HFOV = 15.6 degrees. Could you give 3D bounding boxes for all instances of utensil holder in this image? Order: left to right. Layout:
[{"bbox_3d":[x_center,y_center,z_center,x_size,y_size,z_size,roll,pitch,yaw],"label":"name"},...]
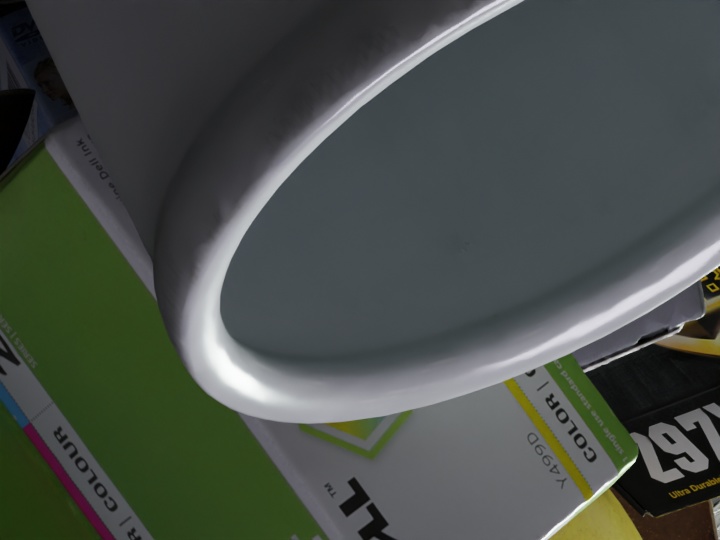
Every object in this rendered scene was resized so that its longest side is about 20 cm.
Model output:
[{"bbox_3d":[0.000,-0.096,0.566,0.170,0.200,0.170,-23,156,-11],"label":"utensil holder"}]

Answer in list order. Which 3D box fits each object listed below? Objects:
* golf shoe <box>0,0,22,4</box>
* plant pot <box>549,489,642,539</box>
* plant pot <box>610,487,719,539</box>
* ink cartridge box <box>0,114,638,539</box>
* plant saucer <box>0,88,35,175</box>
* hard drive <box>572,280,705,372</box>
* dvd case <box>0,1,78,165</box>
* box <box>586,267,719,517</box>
[{"bbox_3d":[-0.125,-0.072,0.629,0.200,0.088,0.077,-7,148,-46],"label":"golf shoe"},{"bbox_3d":[0.026,0.125,1.012,0.200,0.200,0.142,-24,143,-13],"label":"plant pot"},{"bbox_3d":[0.040,0.135,1.195,0.200,0.187,0.187,-9,154,-10],"label":"plant pot"},{"bbox_3d":[-0.048,0.042,0.612,0.076,0.148,0.200,-39,177,42],"label":"ink cartridge box"},{"bbox_3d":[-0.176,-0.011,0.647,0.200,0.032,0.200,-12,-178,0],"label":"plant saucer"},{"bbox_3d":[0.000,0.000,0.831,0.140,0.038,0.200,-22,-159,-19],"label":"hard drive"},{"bbox_3d":[-0.059,0.032,0.779,0.018,0.200,0.143,-25,159,-16],"label":"dvd case"},{"bbox_3d":[0.124,0.000,0.929,0.200,0.160,0.049,-26,-154,48],"label":"box"}]
